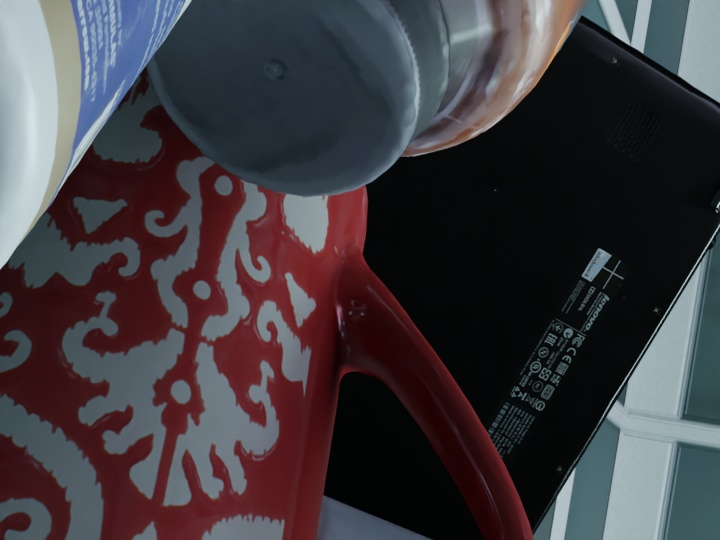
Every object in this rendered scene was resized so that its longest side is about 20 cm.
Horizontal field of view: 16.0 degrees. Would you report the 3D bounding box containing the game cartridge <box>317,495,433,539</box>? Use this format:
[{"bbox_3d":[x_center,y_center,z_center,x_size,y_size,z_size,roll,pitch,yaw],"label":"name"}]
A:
[{"bbox_3d":[-0.014,0.113,0.780,0.200,0.133,0.041,-28,-134,60],"label":"game cartridge"}]

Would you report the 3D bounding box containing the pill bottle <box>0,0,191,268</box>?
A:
[{"bbox_3d":[-0.081,-0.081,0.501,0.200,0.110,0.112,-65,160,-55],"label":"pill bottle"}]

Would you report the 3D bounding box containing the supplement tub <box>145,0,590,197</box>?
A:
[{"bbox_3d":[0.017,-0.101,0.656,0.200,0.106,0.108,-56,153,-49],"label":"supplement tub"}]

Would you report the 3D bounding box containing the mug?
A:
[{"bbox_3d":[-0.049,0.060,0.651,0.134,0.177,0.201,-50,-158,50],"label":"mug"}]

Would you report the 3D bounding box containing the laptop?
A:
[{"bbox_3d":[0.040,0.010,0.837,0.188,0.199,0.116,-59,-154,5],"label":"laptop"}]
